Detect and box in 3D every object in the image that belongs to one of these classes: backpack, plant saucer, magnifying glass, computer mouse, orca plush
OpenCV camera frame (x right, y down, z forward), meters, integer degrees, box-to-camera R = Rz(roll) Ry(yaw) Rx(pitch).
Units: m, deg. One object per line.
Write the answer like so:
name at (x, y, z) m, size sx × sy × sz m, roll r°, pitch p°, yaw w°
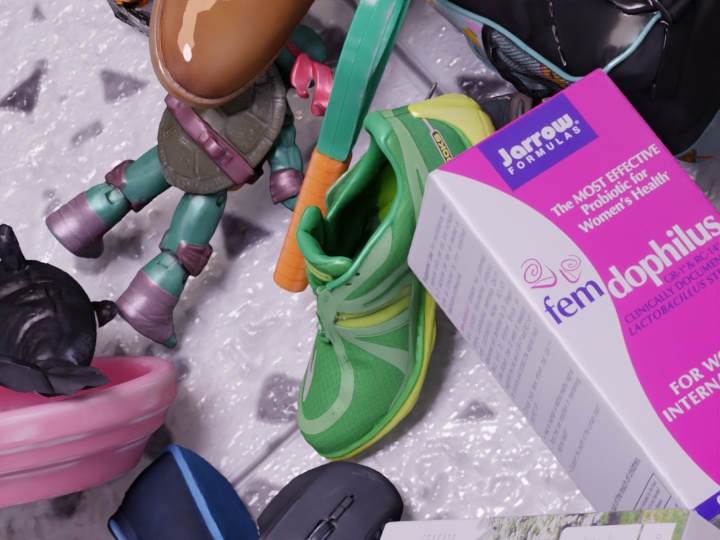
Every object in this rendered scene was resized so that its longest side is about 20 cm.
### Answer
backpack at (0.125, -0.159, 1.422) m, size 0.200 × 0.153 × 0.176 m, roll 31°, pitch 86°, yaw 38°
plant saucer at (-0.188, 0.085, 1.453) m, size 0.200 × 0.200 × 0.051 m, roll -6°, pitch 97°, yaw 25°
magnifying glass at (-0.005, -0.076, 1.412) m, size 0.022 × 0.200 × 0.080 m, roll 23°, pitch 31°, yaw 3°
computer mouse at (-0.036, 0.140, 1.348) m, size 0.059 × 0.200 × 0.034 m, roll 35°, pitch 127°, yaw 8°
orca plush at (-0.180, 0.016, 1.444) m, size 0.105 × 0.071 × 0.200 m, roll -18°, pitch 13°, yaw 0°

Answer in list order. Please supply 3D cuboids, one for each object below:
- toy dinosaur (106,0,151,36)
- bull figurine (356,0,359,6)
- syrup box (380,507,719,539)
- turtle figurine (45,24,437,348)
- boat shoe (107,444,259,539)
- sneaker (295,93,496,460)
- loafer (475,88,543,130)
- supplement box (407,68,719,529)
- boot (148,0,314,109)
toy dinosaur at (-0.115, -0.207, 1.618) m, size 0.200 × 0.102 × 0.136 m, roll 33°, pitch 99°, yaw 15°
bull figurine at (-0.013, -0.202, 1.538) m, size 0.065 × 0.121 × 0.200 m, roll 26°, pitch 78°, yaw 36°
syrup box at (0.086, 0.159, 1.273) m, size 0.200 × 0.081 × 0.079 m, roll -10°, pitch 51°, yaw 50°
turtle figurine at (-0.066, -0.064, 1.511) m, size 0.200 × 0.101 × 0.150 m, roll -44°, pitch 50°, yaw 8°
boat shoe at (-0.068, 0.173, 1.403) m, size 0.069 × 0.084 × 0.200 m, roll -41°, pitch 36°, yaw 11°
sneaker at (0.000, 0.000, 1.408) m, size 0.074 × 0.083 × 0.200 m, roll 53°, pitch 132°, yaw 48°
loafer at (0.092, -0.014, 1.417) m, size 0.063 × 0.072 × 0.200 m, roll -29°, pitch 52°, yaw 4°
supplement box at (0.121, 0.027, 1.304) m, size 0.101 × 0.103 × 0.200 m, roll -33°, pitch 72°, yaw -17°
boot at (-0.019, -0.172, 1.401) m, size 0.200 × 0.074 × 0.155 m, roll -59°, pitch 18°, yaw -17°
